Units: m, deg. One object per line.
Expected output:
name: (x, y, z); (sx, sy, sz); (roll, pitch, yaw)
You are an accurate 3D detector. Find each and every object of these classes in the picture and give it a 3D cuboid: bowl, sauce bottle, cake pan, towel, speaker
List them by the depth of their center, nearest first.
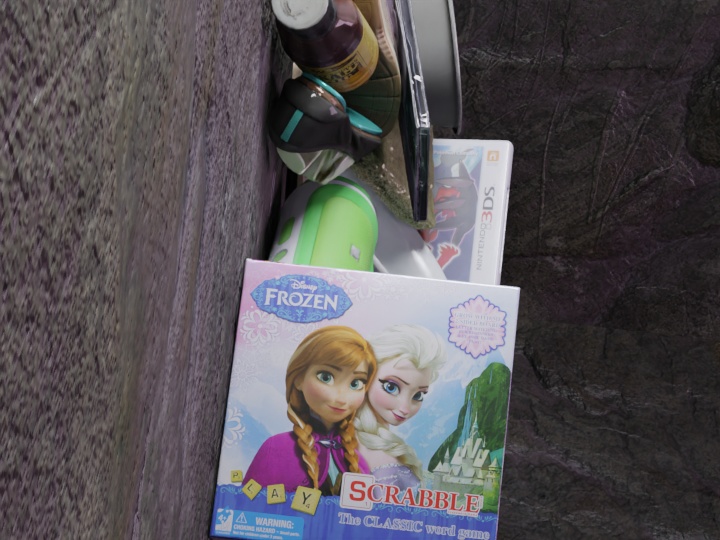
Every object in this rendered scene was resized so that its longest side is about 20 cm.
sauce bottle: (-0.029, -0.177, 1.214); (0.200, 0.066, 0.066); (19, 77, -79)
speaker: (-0.034, 0.005, 1.298); (0.200, 0.088, 0.089); (-80, 175, -56)
cake pan: (0.060, -0.221, 1.486); (0.200, 0.037, 0.201); (172, -90, -89)
bowl: (0.000, 0.000, 1.510); (0.201, 0.090, 0.201); (49, 15, -18)
towel: (0.022, -0.131, 1.528); (0.200, 0.036, 0.149); (42, 41, -57)

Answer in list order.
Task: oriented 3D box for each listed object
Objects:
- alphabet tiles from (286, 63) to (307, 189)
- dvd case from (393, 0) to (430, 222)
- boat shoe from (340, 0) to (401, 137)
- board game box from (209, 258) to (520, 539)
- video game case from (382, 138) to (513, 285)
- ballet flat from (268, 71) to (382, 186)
alphabet tiles: (-0.044, -0.163, 1.429); (0.200, 0.015, 0.196); (-77, 173, -67)
dvd case: (0.039, -0.165, 1.417); (0.149, 0.016, 0.201); (88, -4, -61)
boat shoe: (0.001, -0.198, 1.359); (0.200, 0.072, 0.065); (76, 24, -45)
board game box: (0.005, 0.101, 1.156); (0.041, 0.199, 0.200); (81, 14, -77)
video game case: (0.044, -0.044, 1.621); (0.023, 0.199, 0.183); (52, 43, -67)
ballet flat: (-0.035, -0.108, 1.286); (0.069, 0.068, 0.200); (-58, 167, 3)
